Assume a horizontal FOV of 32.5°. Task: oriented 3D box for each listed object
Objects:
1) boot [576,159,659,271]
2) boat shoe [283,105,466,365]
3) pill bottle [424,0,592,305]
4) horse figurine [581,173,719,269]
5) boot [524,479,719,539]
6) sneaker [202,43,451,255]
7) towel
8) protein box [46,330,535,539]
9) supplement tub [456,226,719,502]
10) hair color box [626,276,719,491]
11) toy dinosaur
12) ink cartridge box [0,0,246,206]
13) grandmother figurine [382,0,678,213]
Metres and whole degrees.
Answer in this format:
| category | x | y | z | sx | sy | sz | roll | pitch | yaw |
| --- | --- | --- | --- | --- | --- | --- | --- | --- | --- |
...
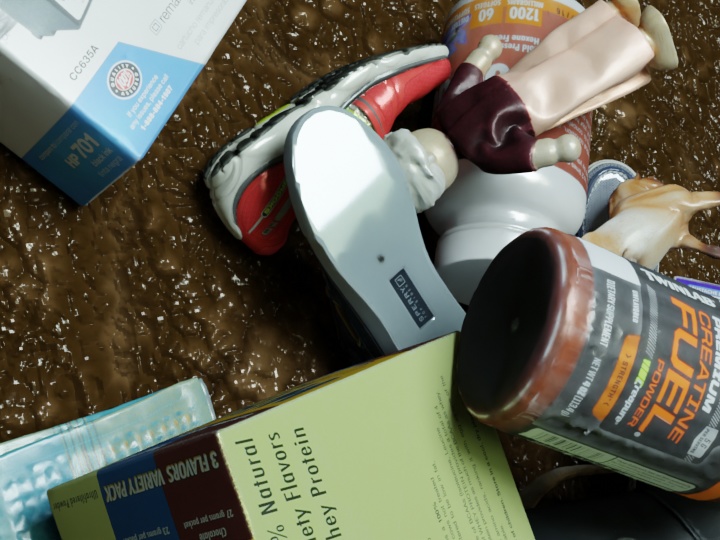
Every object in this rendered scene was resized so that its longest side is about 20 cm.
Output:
| category | x | y | z | sx | sy | sz | roll | pitch | yaw |
| --- | --- | --- | --- | --- | --- | --- | --- | --- | --- |
| boot | 0.184 | 0.004 | 0.872 | 0.071 | 0.091 | 0.203 | 1 | 71 | 1 |
| boat shoe | 0.000 | 0.000 | 0.748 | 0.070 | 0.091 | 0.202 | -34 | 103 | -23 |
| pill bottle | 0.101 | -0.082 | 0.839 | 0.111 | 0.112 | 0.203 | 21 | 63 | -28 |
| horse figurine | 0.186 | -0.006 | 0.791 | 0.200 | 0.131 | 0.050 | -45 | 136 | -34 |
| boot | 0.157 | 0.135 | 0.741 | 0.165 | 0.077 | 0.203 | -8 | 67 | -9 |
| sneaker | -0.013 | -0.079 | 0.794 | 0.199 | 0.077 | 0.086 | -37 | 107 | -27 |
| towel | -0.118 | 0.173 | 0.662 | 0.145 | 0.022 | 0.203 | -15 | 85 | -37 |
| protein box | -0.017 | 0.162 | 0.636 | 0.199 | 0.134 | 0.202 | -17 | 86 | -52 |
| supplement tub | 0.157 | 0.058 | 0.657 | 0.197 | 0.107 | 0.109 | 21 | 64 | -20 |
| hair color box | 0.223 | 0.121 | 0.856 | 0.064 | 0.110 | 0.202 | 13 | 62 | 11 |
| toy dinosaur | 0.086 | 0.171 | 0.793 | 0.107 | 0.060 | 0.201 | 51 | 62 | -30 |
| ink cartridge box | -0.180 | -0.160 | 0.679 | 0.199 | 0.085 | 0.148 | 40 | 57 | -20 |
| grandmother figurine | 0.095 | -0.098 | 0.758 | 0.198 | 0.122 | 0.061 | -30 | 127 | -2 |
